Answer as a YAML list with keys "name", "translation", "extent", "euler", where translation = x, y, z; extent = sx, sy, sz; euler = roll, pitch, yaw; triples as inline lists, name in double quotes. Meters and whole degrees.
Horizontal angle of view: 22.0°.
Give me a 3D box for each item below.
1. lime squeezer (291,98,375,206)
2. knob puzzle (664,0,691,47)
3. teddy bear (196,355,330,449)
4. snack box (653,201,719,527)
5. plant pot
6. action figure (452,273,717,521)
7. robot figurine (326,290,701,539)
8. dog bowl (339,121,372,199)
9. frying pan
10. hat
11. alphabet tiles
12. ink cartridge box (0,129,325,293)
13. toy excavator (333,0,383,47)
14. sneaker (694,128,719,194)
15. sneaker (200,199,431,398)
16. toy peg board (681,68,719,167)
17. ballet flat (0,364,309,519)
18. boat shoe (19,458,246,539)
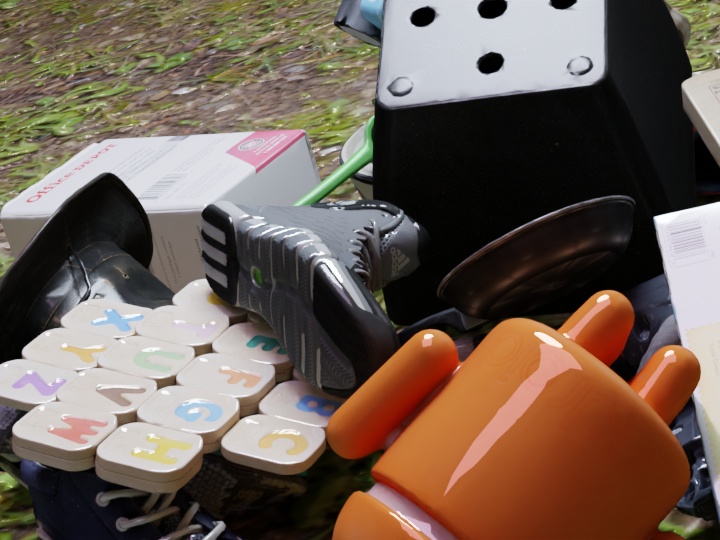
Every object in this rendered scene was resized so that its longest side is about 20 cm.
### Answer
- name: "lime squeezer"
  translation: [0.010, -0.097, 1.297]
  extent: [0.070, 0.038, 0.200]
  euler: [-7, 25, 22]
- name: "knob puzzle"
  translation: [0.155, -0.208, 1.282]
  extent: [0.031, 0.219, 0.219]
  euler: [-57, 29, -2]
- name: "teddy bear"
  translation: [-0.045, 0.063, 1.083]
  extent: [0.144, 0.067, 0.200]
  euler: [3, 17, -6]
- name: "snack box"
  translation: [0.211, 0.052, 0.859]
  extent: [0.116, 0.037, 0.201]
  euler: [-12, 56, 10]
- name: "plant pot"
  translation: [0.097, -0.103, 1.140]
  extent: [0.199, 0.178, 0.200]
  euler: [-5, 54, 15]
- name: "action figure"
  translation: [0.138, 0.055, 0.956]
  extent: [0.193, 0.105, 0.200]
  euler: [-23, 17, 10]
- name: "robot figurine"
  translation: [0.066, 0.102, 0.824]
  extent: [0.200, 0.144, 0.117]
  euler: [-49, 27, -10]
- name: "dog bowl"
  translation: [0.090, -0.075, 1.336]
  extent: [0.199, 0.074, 0.200]
  euler: [-13, 23, 6]
- name: "frying pan"
  translation: [0.065, 0.013, 0.986]
  extent: [0.190, 0.031, 0.115]
  euler: [-31, -17, 22]
- name: "hat"
  translation: [-0.153, 0.040, 1.131]
  extent: [0.081, 0.202, 0.201]
  euler: [17, 33, 17]
- name: "alphabet tiles"
  translation: [-0.093, 0.055, 0.986]
  extent: [0.195, 0.015, 0.200]
  euler: [12, 28, 22]
- name: "ink cartridge box"
  translation: [-0.148, -0.041, 1.402]
  extent: [0.199, 0.083, 0.147]
  euler: [-1, 27, 32]
- name: "toy excavator"
  translation: [0.066, -0.198, 1.316]
  extent: [0.200, 0.194, 0.100]
  euler: [22, 85, 47]
- name: "sneaker"
  translation: [0.299, -0.088, 1.231]
  extent: [0.199, 0.075, 0.085]
  euler: [-16, 18, 26]
- name: "sneaker"
  translation: [0.000, 0.000, 1.002]
  extent: [0.115, 0.075, 0.200]
  euler: [-10, 27, -26]
- name: "toy peg board"
  translation: [0.305, -0.040, 1.010]
  extent: [0.199, 0.098, 0.200]
  euler: [-17, 41, -3]
- name: "ballet flat"
  translation: [-0.129, 0.112, 1.031]
  extent: [0.199, 0.072, 0.072]
  euler: [18, 28, 6]
- name: "boat shoe"
  translation: [-0.099, 0.138, 0.926]
  extent: [0.199, 0.093, 0.075]
  euler: [5, 30, 42]
